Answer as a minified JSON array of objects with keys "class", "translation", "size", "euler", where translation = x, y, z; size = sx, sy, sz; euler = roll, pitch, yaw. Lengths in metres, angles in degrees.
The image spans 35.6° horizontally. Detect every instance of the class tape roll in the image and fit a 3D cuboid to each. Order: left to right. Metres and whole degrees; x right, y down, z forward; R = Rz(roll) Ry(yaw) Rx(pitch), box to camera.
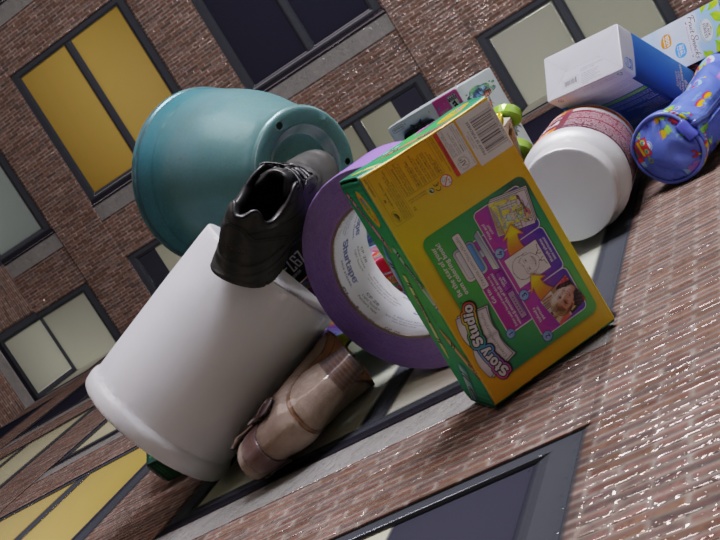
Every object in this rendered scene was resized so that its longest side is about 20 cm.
[{"class":"tape roll","translation":[0.047,-0.013,1.018],"size":[0.200,0.201,0.066],"euler":[-26,8,39]}]

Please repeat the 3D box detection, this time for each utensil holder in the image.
[{"class":"utensil holder","translation":[-0.148,0.078,1.118],"size":[0.200,0.170,0.170],"euler":[-54,6,3]}]

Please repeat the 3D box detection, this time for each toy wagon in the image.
[{"class":"toy wagon","translation":[0.147,-0.096,1.175],"size":[0.039,0.156,0.200],"euler":[-1,-27,19]}]

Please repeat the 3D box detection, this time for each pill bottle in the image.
[{"class":"pill bottle","translation":[0.233,-0.104,1.191],"size":[0.114,0.114,0.200],"euler":[-29,7,24]}]

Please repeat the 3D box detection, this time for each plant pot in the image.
[{"class":"plant pot","translation":[-0.114,-0.105,1.219],"size":[0.200,0.201,0.188],"euler":[-37,26,-34]}]

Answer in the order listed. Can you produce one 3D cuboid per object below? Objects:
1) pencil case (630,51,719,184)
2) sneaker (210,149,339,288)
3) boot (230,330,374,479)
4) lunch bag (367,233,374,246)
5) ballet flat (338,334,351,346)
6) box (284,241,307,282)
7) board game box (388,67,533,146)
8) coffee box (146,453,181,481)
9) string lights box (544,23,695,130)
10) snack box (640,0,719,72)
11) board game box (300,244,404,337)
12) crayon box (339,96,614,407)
[{"class":"pencil case","translation":[0.363,-0.167,1.199],"size":[0.200,0.078,0.087],"euler":[-40,-12,-43]},{"class":"sneaker","translation":[-0.068,-0.067,1.047],"size":[0.200,0.076,0.091],"euler":[-57,-17,-49]},{"class":"boot","translation":[-0.059,0.131,1.073],"size":[0.146,0.070,0.200],"euler":[-44,-4,-2]},{"class":"lunch bag","translation":[0.021,-0.047,1.427],"size":[0.094,0.151,0.200],"euler":[-33,-4,-14]},{"class":"ballet flat","translation":[-0.014,0.040,1.277],"size":[0.200,0.067,0.067],"euler":[-46,24,32]},{"class":"box","translation":[-0.094,-0.048,1.365],"size":[0.160,0.044,0.200],"euler":[-43,26,14]},{"class":"board game box","translation":[0.141,-0.120,1.344],"size":[0.064,0.200,0.147],"euler":[-36,8,-32]},{"class":"coffee box","translation":[-0.153,0.139,1.263],"size":[0.200,0.044,0.123],"euler":[-30,40,15]},{"class":"string lights box","translation":[0.315,-0.207,1.302],"size":[0.200,0.059,0.103],"euler":[16,-26,-42]},{"class":"snack box","translation":[0.420,-0.260,1.396],"size":[0.168,0.068,0.200],"euler":[-3,-11,-38]},{"class":"board game box","translation":[0.000,0.000,1.199],"size":[0.199,0.039,0.158],"euler":[-22,28,9]},{"class":"crayon box","translation":[0.088,-0.013,0.845],"size":[0.119,0.200,0.058],"euler":[-33,8,-13]}]
